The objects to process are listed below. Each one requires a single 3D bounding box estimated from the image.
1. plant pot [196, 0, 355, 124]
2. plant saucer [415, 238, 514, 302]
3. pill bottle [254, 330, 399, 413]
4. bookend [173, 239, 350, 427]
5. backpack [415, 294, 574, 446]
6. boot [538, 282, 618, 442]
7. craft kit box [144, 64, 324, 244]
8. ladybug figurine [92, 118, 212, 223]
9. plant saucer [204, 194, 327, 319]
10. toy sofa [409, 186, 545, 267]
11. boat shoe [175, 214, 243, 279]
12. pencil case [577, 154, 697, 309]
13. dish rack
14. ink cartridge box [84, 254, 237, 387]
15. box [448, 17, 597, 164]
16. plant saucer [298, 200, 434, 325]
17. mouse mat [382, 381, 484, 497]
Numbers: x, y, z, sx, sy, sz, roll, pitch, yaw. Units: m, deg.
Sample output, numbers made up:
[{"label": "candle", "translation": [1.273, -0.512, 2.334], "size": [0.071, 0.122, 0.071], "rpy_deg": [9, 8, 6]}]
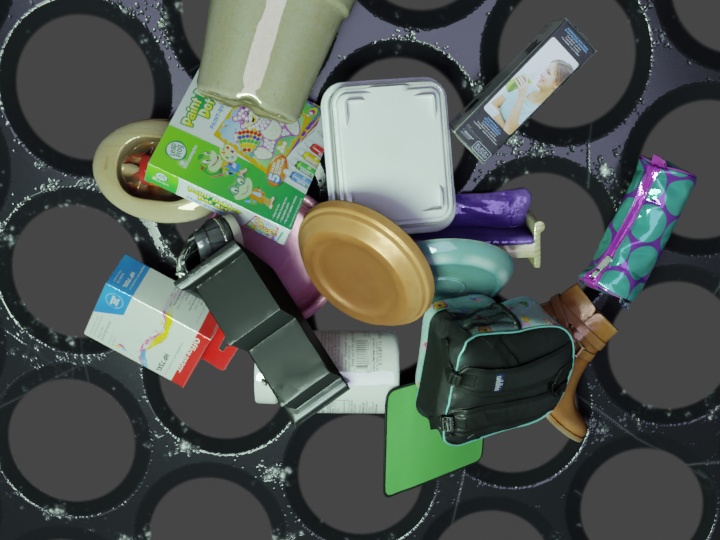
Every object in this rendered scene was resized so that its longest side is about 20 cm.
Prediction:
[{"label": "plant pot", "translation": [-0.114, -0.287, 1.211], "size": [0.198, 0.200, 0.186], "rpy_deg": [17, 91, -5]}, {"label": "plant saucer", "translation": [0.108, 0.015, 1.320], "size": [0.197, 0.201, 0.028], "rpy_deg": [-3, 65, 0]}, {"label": "pill bottle", "translation": [-0.046, 0.141, 1.378], "size": [0.197, 0.114, 0.116], "rpy_deg": [1, 104, -1]}, {"label": "bookend", "translation": [-0.117, 0.085, 1.234], "size": [0.092, 0.199, 0.201], "rpy_deg": [-34, 78, 1]}, {"label": "backpack", "translation": [0.174, 0.121, 1.299], "size": [0.198, 0.153, 0.178], "rpy_deg": [-5, 117, -20]}, {"label": "boot", "translation": [0.303, 0.130, 1.407], "size": [0.155, 0.077, 0.201], "rpy_deg": [-38, 92, 8]}, {"label": "craft kit box", "translation": [-0.149, -0.161, 1.279], "size": [0.196, 0.049, 0.202], "rpy_deg": [23, 59, -5]}, {"label": "ladybug figurine", "translation": [-0.255, -0.130, 1.322], "size": [0.198, 0.072, 0.137], "rpy_deg": [10, 88, 5]}, {"label": "plant saucer", "translation": [-0.124, -0.023, 1.370], "size": [0.198, 0.051, 0.203], "rpy_deg": [0, 103, -1]}, {"label": "toy sofa", "translation": [0.146, -0.056, 1.349], "size": [0.197, 0.083, 0.099], "rpy_deg": [-2, 105, 0]}, {"label": "boat shoe", "translation": [-0.213, -0.020, 1.275], "size": [0.062, 0.200, 0.073], "rpy_deg": [-20, 84, -30]}, {"label": "pencil case", "translation": [0.377, -0.055, 1.349], "size": [0.092, 0.085, 0.202], "rpy_deg": [12, 106, -48]}, {"label": "dish rack", "translation": [0.040, -0.145, 1.265], "size": [0.169, 0.044, 0.203], "rpy_deg": [-6, 93, -9]}, {"label": "ink cartridge box", "translation": [-0.266, 0.080, 1.363], "size": [0.199, 0.068, 0.117], "rpy_deg": [29, 130, -7]}, {"label": "box", "translation": [0.207, -0.236, 1.291], "size": [0.060, 0.117, 0.200], "rpy_deg": [44, 101, -8]}, {"label": "plant saucer", "translation": [0.000, 0.000, 1.267], "size": [0.198, 0.038, 0.201], "rpy_deg": [23, 141, 19]}, {"label": "mouse mat", "translation": [0.107, 0.221, 1.392], "size": [0.198, 0.007, 0.163], "rpy_deg": [-11, 109, -37]}]
